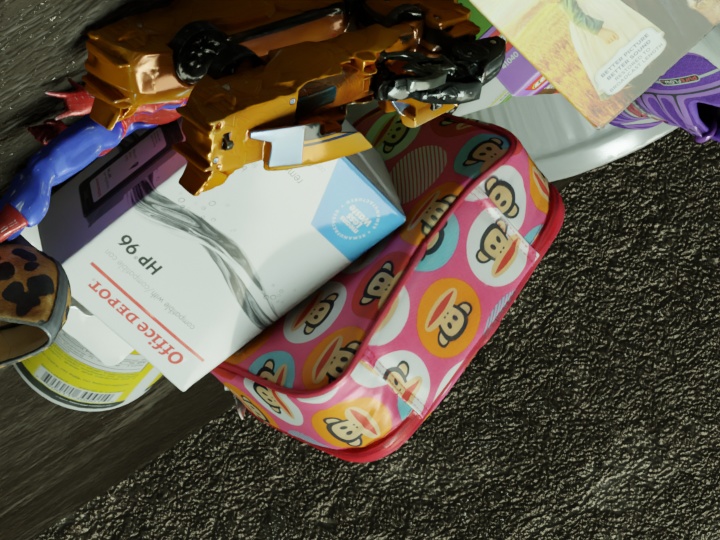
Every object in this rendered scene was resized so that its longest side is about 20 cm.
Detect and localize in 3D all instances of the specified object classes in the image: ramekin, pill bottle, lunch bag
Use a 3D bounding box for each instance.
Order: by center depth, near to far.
[{"bbox_3d":[0.000,0.000,1.372,0.176,0.082,0.200,18,-114,51],"label":"lunch bag"},{"bbox_3d":[-0.143,0.005,1.483,0.114,0.114,0.200,-31,174,-27],"label":"pill bottle"},{"bbox_3d":[0.147,-0.145,1.674,0.202,0.094,0.202,-24,-161,9],"label":"ramekin"}]

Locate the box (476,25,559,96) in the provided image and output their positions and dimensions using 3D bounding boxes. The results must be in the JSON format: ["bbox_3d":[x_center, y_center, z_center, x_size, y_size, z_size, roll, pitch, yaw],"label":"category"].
[{"bbox_3d":[0.157,-0.174,1.332,0.200,0.039,0.137,-43,172,16],"label":"box"}]

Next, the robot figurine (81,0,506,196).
[{"bbox_3d":[-0.028,-0.100,1.196,0.200,0.145,0.058,-18,132,-38],"label":"robot figurine"}]

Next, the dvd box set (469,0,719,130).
[{"bbox_3d":[0.114,-0.172,1.196,0.146,0.029,0.200,-42,133,8],"label":"dvd box set"}]

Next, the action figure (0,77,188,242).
[{"bbox_3d":[-0.139,-0.067,1.235,0.200,0.052,0.065,-37,-179,-25],"label":"action figure"}]

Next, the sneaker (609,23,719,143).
[{"bbox_3d":[0.176,-0.099,1.370,0.081,0.083,0.200,-41,179,-4],"label":"sneaker"}]

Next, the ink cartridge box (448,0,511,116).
[{"bbox_3d":[0.065,-0.157,1.411,0.148,0.076,0.200,-45,169,28],"label":"ink cartridge box"}]

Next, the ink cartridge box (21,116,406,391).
[{"bbox_3d":[-0.091,-0.017,1.318,0.200,0.116,0.068,-38,-145,13],"label":"ink cartridge box"}]

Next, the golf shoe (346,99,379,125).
[{"bbox_3d":[-0.029,-0.064,1.528,0.075,0.092,0.200,-30,-170,-30],"label":"golf shoe"}]

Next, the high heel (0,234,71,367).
[{"bbox_3d":[-0.237,0.053,1.251,0.200,0.071,0.143,-44,-146,-5],"label":"high heel"}]
